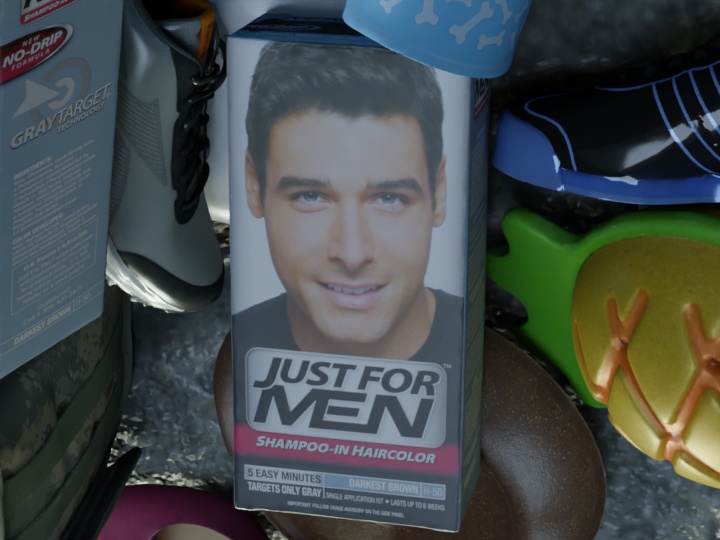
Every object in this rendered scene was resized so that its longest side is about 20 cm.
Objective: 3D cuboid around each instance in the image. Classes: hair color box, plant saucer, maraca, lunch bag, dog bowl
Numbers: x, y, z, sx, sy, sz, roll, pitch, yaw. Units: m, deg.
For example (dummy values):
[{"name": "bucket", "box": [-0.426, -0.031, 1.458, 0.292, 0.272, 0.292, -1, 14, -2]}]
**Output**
[{"name": "hair color box", "box": [0.000, 0.000, 0.749, 0.098, 0.061, 0.202, 4, 108, 12]}, {"name": "plant saucer", "box": [0.015, 0.094, 0.857, 0.199, 0.037, 0.201, 16, 135, 16]}, {"name": "maraca", "box": [0.135, 0.027, 0.746, 0.199, 0.107, 0.138, 12, 137, 43]}, {"name": "lunch bag", "box": [-0.178, 0.099, 0.861, 0.117, 0.164, 0.201, 13, 126, 11]}, {"name": "dog bowl", "box": [-0.018, -0.146, 0.671, 0.199, 0.112, 0.050, 30, 115, -3]}, {"name": "hair color box", "box": [-0.144, -0.067, 0.678, 0.099, 0.061, 0.201, 37, 140, 24]}]

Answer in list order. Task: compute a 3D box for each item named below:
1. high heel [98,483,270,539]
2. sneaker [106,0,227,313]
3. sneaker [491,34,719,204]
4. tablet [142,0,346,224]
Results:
[{"name": "high heel", "box": [-0.073, 0.159, 0.890, 0.199, 0.096, 0.068, 18, 103, 26]}, {"name": "sneaker", "box": [-0.088, -0.068, 0.756, 0.079, 0.074, 0.201, -6, 123, 16]}, {"name": "sneaker", "box": [0.147, -0.066, 0.701, 0.198, 0.070, 0.079, 6, 105, 22]}, {"name": "tablet", "box": [-0.076, -0.077, 0.798, 0.198, 0.014, 0.131, 14, 128, 10]}]
